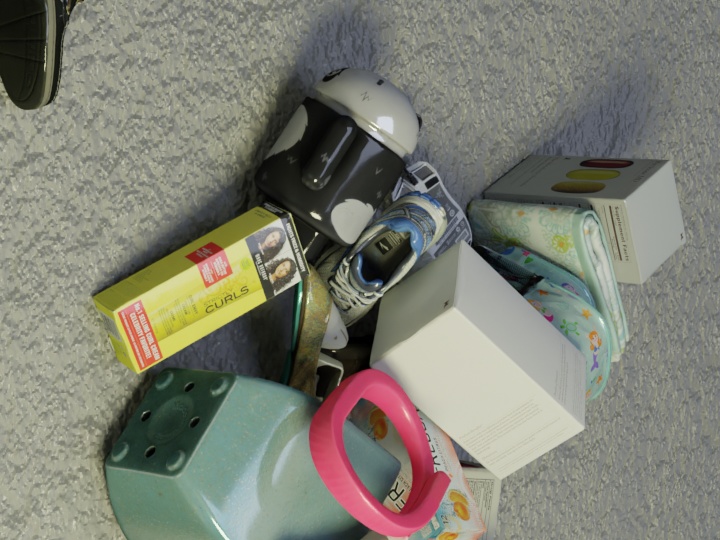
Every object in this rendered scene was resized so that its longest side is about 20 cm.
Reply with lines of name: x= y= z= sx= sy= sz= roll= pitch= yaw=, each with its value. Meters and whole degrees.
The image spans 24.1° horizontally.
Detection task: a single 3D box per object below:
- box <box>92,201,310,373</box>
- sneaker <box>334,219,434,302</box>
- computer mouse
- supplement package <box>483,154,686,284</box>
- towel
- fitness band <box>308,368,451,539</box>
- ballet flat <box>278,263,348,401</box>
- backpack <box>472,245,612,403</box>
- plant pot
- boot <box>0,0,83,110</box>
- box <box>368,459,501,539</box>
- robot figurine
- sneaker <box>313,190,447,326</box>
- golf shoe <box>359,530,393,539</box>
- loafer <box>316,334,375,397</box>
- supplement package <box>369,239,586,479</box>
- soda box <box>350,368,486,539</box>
box: x=-0.148 y=0.014 z=1.593 sx=0.199 sy=0.050 sz=0.076 roll=-29 pitch=119 yaw=-23
sneaker: x=0.047 y=0.021 z=1.813 sx=0.200 sy=0.081 sz=0.077 roll=36 pitch=40 yaw=-4
computer mouse: x=0.059 y=-0.079 z=1.872 sx=0.110 sy=0.044 sz=0.200 roll=-50 pitch=128 yaw=-25
supplement package: x=0.265 y=-0.064 z=1.994 sx=0.114 sy=0.199 sz=0.110 roll=-38 pitch=121 yaw=-41
towel: x=0.218 y=0.012 z=1.970 sx=0.048 sy=0.170 sz=0.201 roll=-41 pitch=124 yaw=-40
fitness band: x=0.018 y=0.170 z=1.557 sx=0.144 sy=0.037 sz=0.200 roll=53 pitch=24 yaw=-5
ballet flat: x=-0.046 y=0.082 z=1.704 sx=0.071 sy=0.071 sz=0.201 roll=-23 pitch=135 yaw=-45
backpack: x=0.187 y=0.081 z=1.898 sx=0.150 sy=0.199 sz=0.178 roll=-33 pitch=140 yaw=-38
plant pot: x=-0.121 y=0.195 z=1.590 sx=0.200 sy=0.196 sz=0.196 roll=50 pitch=58 yaw=-34
boot: x=-0.244 y=-0.246 z=1.481 sx=0.153 sy=0.073 sz=0.205 roll=-10 pitch=103 yaw=-51
box: x=0.050 y=0.268 z=1.851 sx=0.199 sy=0.109 sz=0.129 roll=11 pitch=86 yaw=-50
robot figurine: x=-0.029 y=-0.106 z=1.687 sx=0.125 sy=0.150 sz=0.201 roll=33 pitch=92 yaw=-36
sneaker: x=0.000 y=0.000 z=1.716 sx=0.077 sy=0.200 sz=0.085 roll=42 pitch=28 yaw=-3
golf shoe: x=-0.033 y=0.278 z=1.498 sx=0.200 sy=0.077 sz=0.088 roll=-39 pitch=97 yaw=-41
loafer: x=0.012 y=0.110 z=1.827 sx=0.199 sy=0.073 sz=0.072 roll=7 pitch=97 yaw=-43
supplement package: x=0.124 y=0.092 z=1.732 sx=0.200 sy=0.121 sz=0.120 roll=43 pitch=32 yaw=-21
soda box: x=0.054 y=0.194 z=1.714 sx=0.068 sy=0.064 sz=0.201 roll=12 pitch=44 yaw=-41
